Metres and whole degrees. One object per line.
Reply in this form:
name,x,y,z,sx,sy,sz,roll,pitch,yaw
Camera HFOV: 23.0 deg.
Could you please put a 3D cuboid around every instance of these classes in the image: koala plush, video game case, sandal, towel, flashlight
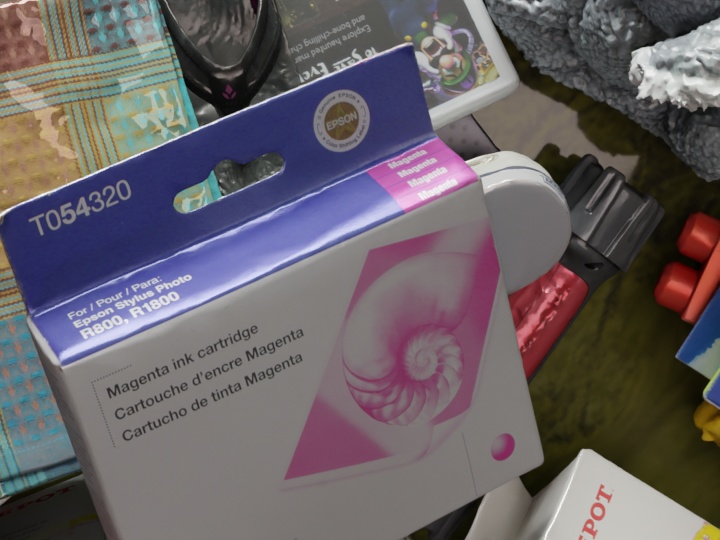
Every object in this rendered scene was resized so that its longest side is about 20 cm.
koala plush,0.147,-0.136,0.755,0.183,0.200,0.178,21,96,-10
video game case,-0.052,-0.126,0.839,0.199,0.023,0.183,-25,84,-3
sandal,-0.070,-0.127,0.803,0.075,0.048,0.202,-8,84,-1
towel,-0.125,-0.016,0.749,0.146,0.022,0.201,-18,91,-24
flashlight,0.073,0.036,0.880,0.068,0.068,0.201,32,96,-30

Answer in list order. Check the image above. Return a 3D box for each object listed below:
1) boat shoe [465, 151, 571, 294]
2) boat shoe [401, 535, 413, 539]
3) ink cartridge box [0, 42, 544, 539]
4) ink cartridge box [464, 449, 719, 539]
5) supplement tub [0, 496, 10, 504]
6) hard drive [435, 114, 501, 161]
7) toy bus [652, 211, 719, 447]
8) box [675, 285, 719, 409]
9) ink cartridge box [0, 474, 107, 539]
boat shoe,0.000,0.000,0.825,0.199,0.070,0.071,-28,113,6
boat shoe,-0.036,0.136,0.854,0.070,0.072,0.200,-45,123,13
ink cartridge box,-0.029,0.034,0.739,0.195,0.043,0.201,-25,117,-19
ink cartridge box,0.123,0.193,0.852,0.199,0.125,0.129,32,56,-2
supplement tub,-0.220,0.013,0.796,0.145,0.145,0.200,-40,101,-1
hard drive,-0.025,-0.016,0.874,0.200,0.042,0.135,-40,101,-2
toy bus,0.231,0.056,0.886,0.191,0.136,0.201,21,97,2
box,0.252,0.048,0.797,0.199,0.048,0.122,34,103,15
ink cartridge box,-0.157,0.203,0.806,0.144,0.200,0.146,-21,103,-4
